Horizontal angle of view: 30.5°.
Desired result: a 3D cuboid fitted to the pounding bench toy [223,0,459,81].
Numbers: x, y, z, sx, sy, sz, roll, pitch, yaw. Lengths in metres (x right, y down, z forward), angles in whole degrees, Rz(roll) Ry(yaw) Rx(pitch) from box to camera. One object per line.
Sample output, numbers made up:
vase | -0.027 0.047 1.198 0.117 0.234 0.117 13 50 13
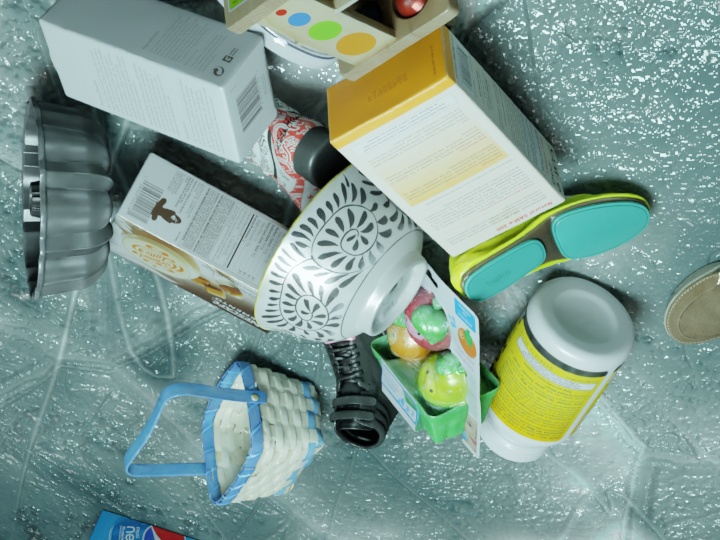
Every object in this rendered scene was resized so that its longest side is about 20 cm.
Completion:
pounding bench toy | -0.019 -0.282 1.070 0.124 0.200 0.156 -26 152 38

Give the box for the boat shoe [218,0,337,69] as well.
boat shoe | -0.084 -0.259 1.144 0.200 0.071 0.070 42 133 -13

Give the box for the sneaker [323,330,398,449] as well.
sneaker | -0.007 0.114 1.446 0.071 0.099 0.200 -7 128 25

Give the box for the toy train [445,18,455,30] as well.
toy train | 0.037 -0.166 1.205 0.034 0.046 0.200 23 134 -5

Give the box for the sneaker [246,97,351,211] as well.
sneaker | -0.053 -0.094 1.296 0.108 0.067 0.201 34 164 26

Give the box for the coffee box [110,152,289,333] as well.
coffee box | -0.153 -0.025 1.350 0.200 0.080 0.114 29 159 -11

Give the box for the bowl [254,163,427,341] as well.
bowl | 0.000 0.000 1.241 0.094 0.201 0.201 37 138 18

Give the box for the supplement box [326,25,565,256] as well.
supplement box | 0.078 -0.112 1.181 0.126 0.074 0.200 -26 135 24

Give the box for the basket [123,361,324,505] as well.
basket | -0.157 0.190 1.521 0.200 0.139 0.176 4 142 -30

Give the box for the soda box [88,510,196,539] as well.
soda box | -0.277 0.403 1.826 0.200 0.064 0.068 17 134 1

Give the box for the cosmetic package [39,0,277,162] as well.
cosmetic package | -0.181 -0.183 1.193 0.200 0.071 0.102 22 149 19

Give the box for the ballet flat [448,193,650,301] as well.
ballet flat | 0.175 -0.036 1.261 0.200 0.067 0.067 -24 127 0

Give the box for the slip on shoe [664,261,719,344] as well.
slip on shoe | 0.376 0.027 1.271 0.200 0.061 0.076 -29 119 36

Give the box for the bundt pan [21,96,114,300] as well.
bundt pan | -0.290 -0.070 1.307 0.076 0.202 0.202 0 138 -19

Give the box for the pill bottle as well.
pill bottle | 0.194 0.109 1.369 0.112 0.113 0.200 21 134 -3

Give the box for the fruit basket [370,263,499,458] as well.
fruit basket | 0.067 0.071 1.343 0.094 0.185 0.200 -26 135 -15
